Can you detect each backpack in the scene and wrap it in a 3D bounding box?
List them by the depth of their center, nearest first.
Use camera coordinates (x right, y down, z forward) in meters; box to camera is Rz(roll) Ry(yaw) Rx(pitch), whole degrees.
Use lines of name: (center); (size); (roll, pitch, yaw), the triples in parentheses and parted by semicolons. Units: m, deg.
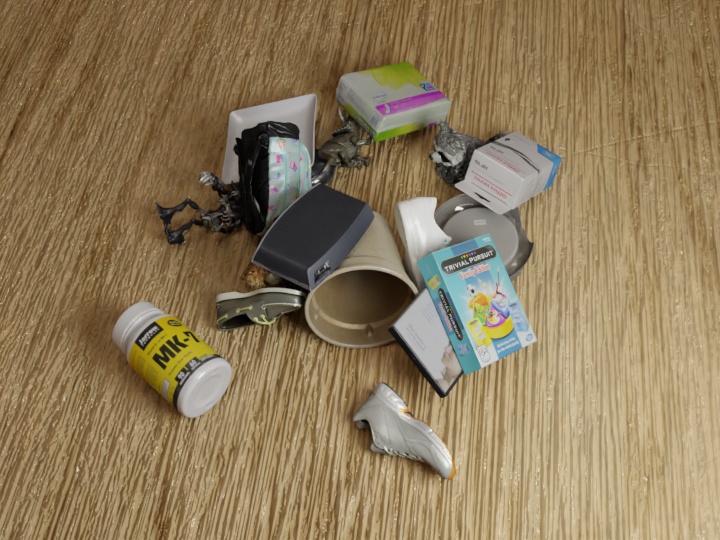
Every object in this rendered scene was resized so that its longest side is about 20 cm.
backpack: (-0.159, -0.165, 1.587); (0.124, 0.166, 0.204); (-3, 91, -21)

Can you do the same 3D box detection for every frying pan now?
frying pan: (-0.118, -0.176, 1.707); (0.113, 0.031, 0.192); (11, 56, 13)

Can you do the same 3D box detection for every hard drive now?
hard drive: (-0.076, -0.064, 1.409); (0.133, 0.043, 0.200); (24, 51, 21)

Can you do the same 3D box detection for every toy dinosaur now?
toy dinosaur: (-0.039, -0.237, 1.708); (0.101, 0.078, 0.201); (18, 49, 21)

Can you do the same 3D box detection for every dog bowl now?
dog bowl: (0.218, -0.046, 1.578); (0.196, 0.059, 0.203); (-2, 57, 2)

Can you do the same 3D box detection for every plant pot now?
plant pot: (0.000, 0.000, 1.500); (0.197, 0.202, 0.185); (-5, 45, 1)

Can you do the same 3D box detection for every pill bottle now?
pill bottle: (-0.324, 0.147, 1.460); (0.199, 0.115, 0.114); (35, 65, 24)

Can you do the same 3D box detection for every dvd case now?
dvd case: (0.141, 0.094, 1.415); (0.143, 0.017, 0.200); (51, 47, -6)

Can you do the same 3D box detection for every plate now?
plate: (-0.180, -0.261, 1.742); (0.196, 0.032, 0.202); (-10, 54, 14)

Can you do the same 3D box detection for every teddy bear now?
teddy bear: (-0.144, -0.027, 1.522); (0.066, 0.200, 0.146); (35, 39, -8)

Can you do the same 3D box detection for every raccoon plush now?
raccoon plush: (0.213, -0.258, 1.668); (0.096, 0.135, 0.200); (36, 66, 26)

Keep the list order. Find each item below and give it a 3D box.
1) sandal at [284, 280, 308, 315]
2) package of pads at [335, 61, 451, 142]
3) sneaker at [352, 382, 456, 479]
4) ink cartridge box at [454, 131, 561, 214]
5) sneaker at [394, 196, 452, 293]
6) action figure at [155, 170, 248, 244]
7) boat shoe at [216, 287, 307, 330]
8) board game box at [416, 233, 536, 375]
sandal: (-0.095, -0.005, 1.576); (0.054, 0.082, 0.202); (23, 52, -7)
package of pads: (0.064, -0.349, 1.745); (0.198, 0.069, 0.155); (-21, 57, -36)
sneaker: (0.068, 0.277, 1.380); (0.092, 0.076, 0.200); (-41, 55, -12)
ink cartridge box: (0.278, -0.186, 1.610); (0.115, 0.069, 0.199); (34, 39, 24)
sneaker: (0.121, -0.030, 1.499); (0.087, 0.203, 0.075); (-15, 17, -11)
action figure: (-0.283, -0.118, 1.636); (0.197, 0.102, 0.120); (-20, 71, -8)
boat shoe: (-0.175, 0.068, 1.495); (0.199, 0.072, 0.061); (-8, 69, 35)
board game box: (0.196, 0.052, 1.431); (0.150, 0.047, 0.203); (-18, 82, -40)
